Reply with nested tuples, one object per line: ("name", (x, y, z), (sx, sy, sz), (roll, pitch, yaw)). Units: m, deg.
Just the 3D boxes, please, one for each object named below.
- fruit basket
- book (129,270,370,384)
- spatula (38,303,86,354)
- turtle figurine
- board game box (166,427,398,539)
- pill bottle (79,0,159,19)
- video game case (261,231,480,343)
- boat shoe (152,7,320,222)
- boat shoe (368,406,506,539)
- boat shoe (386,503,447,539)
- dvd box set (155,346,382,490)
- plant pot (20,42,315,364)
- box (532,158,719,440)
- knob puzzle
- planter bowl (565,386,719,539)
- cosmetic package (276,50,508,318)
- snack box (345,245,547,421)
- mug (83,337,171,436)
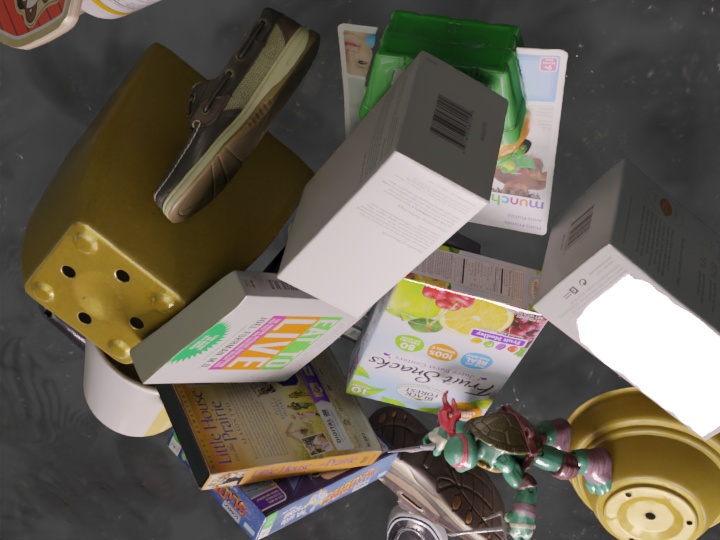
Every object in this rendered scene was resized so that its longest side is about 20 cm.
("fruit basket", (0.071, -0.109, 0.976), (0.183, 0.094, 0.201), (11, 134, 11))
("book", (-0.090, 0.048, 1.038), (0.133, 0.199, 0.048), (-37, 69, 26))
("spatula", (-0.292, 0.108, 1.326), (0.056, 0.021, 0.201), (-30, 111, 22))
("turtle figurine", (0.136, 0.180, 1.111), (0.198, 0.150, 0.101), (1, 128, -31))
("board game box", (-0.073, 0.176, 1.158), (0.135, 0.199, 0.035), (42, 123, 26))
("pill bottle", (-0.177, -0.264, 0.929), (0.198, 0.105, 0.105), (-14, 122, 28))
("video game case", (0.000, 0.000, 1.102), (0.142, 0.019, 0.200), (26, 140, -17))
("boat shoe", (-0.112, -0.132, 0.977), (0.066, 0.202, 0.072), (35, 168, 7))
("boat shoe", (0.075, 0.227, 1.270), (0.200, 0.075, 0.073), (45, 139, -7))
("boat shoe", (0.059, 0.357, 1.373), (0.071, 0.068, 0.202), (10, 130, 12))
("dvd box set", (-0.090, 0.132, 1.128), (0.198, 0.147, 0.030), (-2, 138, -39))
("plant pot", (-0.192, -0.038, 1.054), (0.195, 0.201, 0.194), (39, 130, -13))
("box", (0.258, 0.025, 0.996), (0.199, 0.125, 0.097), (37, 131, -11))
("knob puzzle", (-0.261, -0.262, 0.906), (0.030, 0.222, 0.219), (2, 149, -44))
("planter bowl", (0.291, 0.217, 1.167), (0.198, 0.084, 0.202), (10, 131, 11))
("cosmetic package", (0.021, -0.061, 0.910), (0.084, 0.108, 0.200), (26, 144, -15))
("snack box", (0.078, 0.062, 1.101), (0.141, 0.053, 0.201), (15, 142, -7))
("mug", (-0.208, 0.108, 1.218), (0.186, 0.149, 0.154), (42, 140, 7))
